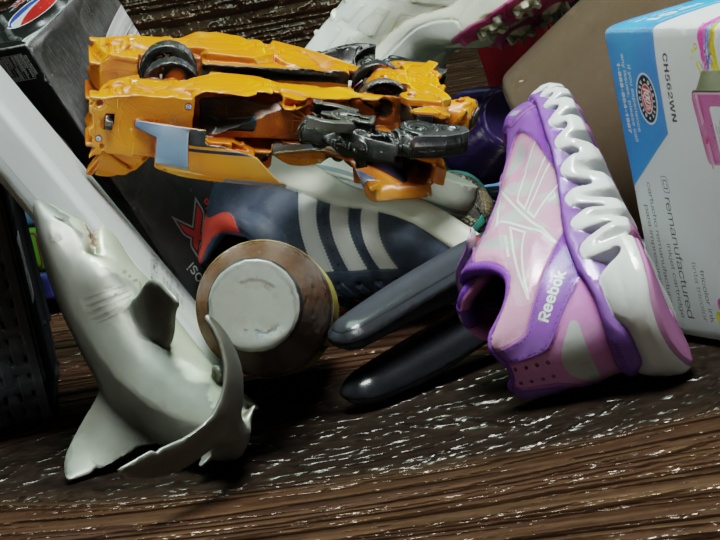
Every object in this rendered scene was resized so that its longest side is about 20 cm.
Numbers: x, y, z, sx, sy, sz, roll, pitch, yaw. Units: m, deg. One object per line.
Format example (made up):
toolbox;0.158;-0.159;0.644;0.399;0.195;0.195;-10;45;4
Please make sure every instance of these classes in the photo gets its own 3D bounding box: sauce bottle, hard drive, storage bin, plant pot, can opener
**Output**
sauce bottle;-0.042;0.017;1.317;0.064;0.065;0.200;-12;-3;-1
hard drive;-0.133;-0.023;1.392;0.026;0.200;0.132;-40;9;2
storage bin;-0.214;0.007;1.476;0.093;0.136;0.200;-14;9;-3
plant pot;0.177;-0.094;1.534;0.174;0.201;0.200;-30;7;8
can opener;0.061;0.008;1.341;0.199;0.064;0.078;-18;9;-37

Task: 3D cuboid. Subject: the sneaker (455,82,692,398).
sneaker;0.079;-0.010;1.276;0.088;0.081;0.200;-26;32;7

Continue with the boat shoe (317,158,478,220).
boat shoe;-0.025;-0.036;1.596;0.200;0.072;0.070;11;1;34

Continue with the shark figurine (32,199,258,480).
shark figurine;-0.093;0.063;1.253;0.089;0.128;0.214;-38;31;-6

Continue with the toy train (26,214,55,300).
toy train;-0.251;-0.032;1.853;0.199;0.116;0.084;-3;12;44

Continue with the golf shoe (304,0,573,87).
golf shoe;0.022;-0.144;1.584;0.199;0.092;0.075;-26;-11;18

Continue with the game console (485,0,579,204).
game console;0.151;-0.110;1.788;0.199;0.119;0.172;-4;11;44

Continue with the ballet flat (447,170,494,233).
ballet flat;-0.016;-0.018;1.648;0.199;0.068;0.075;-3;37;39

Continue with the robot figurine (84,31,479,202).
robot figurine;-0.040;-0.079;1.455;0.199;0.059;0.145;5;22;-7

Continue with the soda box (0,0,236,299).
soda box;-0.127;-0.058;1.546;0.063;0.201;0.071;-2;38;47

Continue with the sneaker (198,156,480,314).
sneaker;0.000;0.000;1.495;0.199;0.085;0.075;20;-6;34

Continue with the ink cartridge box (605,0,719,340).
ink cartridge box;0.196;-0.045;1.221;0.084;0.145;0.200;-16;9;-23

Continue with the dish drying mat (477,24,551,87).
dish drying mat;0.093;-0.116;1.635;0.018;0.201;0.077;-27;14;-25

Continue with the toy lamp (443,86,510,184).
toy lamp;0.051;-0.064;1.682;0.058;0.059;0.200;-16;-8;-22
